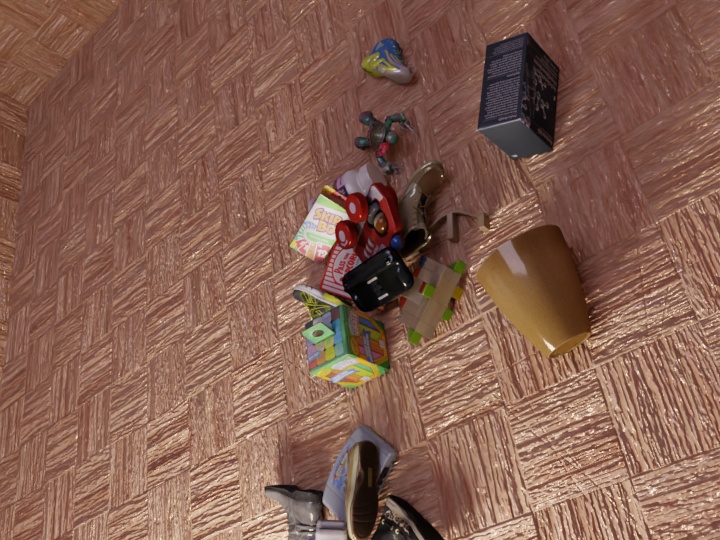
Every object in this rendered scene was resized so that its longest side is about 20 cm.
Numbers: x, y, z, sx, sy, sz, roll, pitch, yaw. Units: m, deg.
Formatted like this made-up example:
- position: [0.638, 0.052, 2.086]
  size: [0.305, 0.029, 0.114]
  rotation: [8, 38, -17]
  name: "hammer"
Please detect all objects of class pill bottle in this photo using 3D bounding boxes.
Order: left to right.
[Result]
- position: [-0.031, -0.180, 1.882]
  size: [0.198, 0.111, 0.115]
  rotation: [-34, 52, 28]
  name: "pill bottle"

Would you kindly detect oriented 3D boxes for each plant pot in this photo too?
- position: [0.340, 0.053, 1.403]
  size: [0.185, 0.185, 0.203]
  rotation: [-37, 63, 25]
  name: "plant pot"

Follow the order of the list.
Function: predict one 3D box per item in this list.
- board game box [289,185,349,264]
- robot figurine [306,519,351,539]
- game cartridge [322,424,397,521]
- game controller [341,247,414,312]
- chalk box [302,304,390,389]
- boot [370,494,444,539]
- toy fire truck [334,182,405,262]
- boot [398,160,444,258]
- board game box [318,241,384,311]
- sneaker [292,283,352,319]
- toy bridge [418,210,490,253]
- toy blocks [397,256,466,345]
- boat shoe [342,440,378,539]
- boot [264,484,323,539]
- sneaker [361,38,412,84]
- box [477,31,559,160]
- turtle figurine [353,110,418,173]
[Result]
- position: [-0.093, -0.111, 1.857]
  size: [0.202, 0.094, 0.030]
  rotation: [-56, 10, 32]
  name: "board game box"
- position: [-0.064, 0.625, 1.554]
  size: [0.109, 0.170, 0.206]
  rotation: [3, 96, 2]
  name: "robot figurine"
- position: [-0.007, 0.452, 1.648]
  size: [0.132, 0.041, 0.204]
  rotation: [29, 93, 42]
  name: "game cartridge"
- position: [0.036, 0.025, 1.672]
  size: [0.199, 0.105, 0.042]
  rotation: [-32, 12, 48]
  name: "game controller"
- position: [-0.044, 0.168, 1.684]
  size: [0.123, 0.198, 0.127]
  rotation: [-28, 55, 31]
  name: "chalk box"
- position: [0.084, 0.562, 1.488]
  size: [0.199, 0.072, 0.153]
  rotation: [35, 96, 49]
  name: "boot"
- position: [0.040, -0.085, 1.687]
  size: [0.169, 0.110, 0.202]
  rotation: [53, 140, 28]
  name: "toy fire truck"
- position: [0.135, -0.138, 1.707]
  size: [0.201, 0.071, 0.156]
  rotation: [-52, 27, 22]
  name: "boot"
- position: [0.000, 0.000, 1.823]
  size: [0.197, 0.046, 0.155]
  rotation: [15, 83, 46]
  name: "board game box"
- position: [-0.108, 0.092, 1.867]
  size: [0.197, 0.074, 0.087]
  rotation: [16, 84, 46]
  name: "sneaker"
- position: [0.207, -0.098, 1.682]
  size: [0.197, 0.027, 0.069]
  rotation: [-19, 59, 38]
  name: "toy bridge"
- position: [0.135, 0.051, 1.655]
  size: [0.136, 0.099, 0.204]
  rotation: [28, 92, 57]
  name: "toy blocks"
- position: [-0.005, 0.466, 1.579]
  size: [0.075, 0.071, 0.205]
  rotation: [-27, 46, 46]
  name: "boat shoe"
- position: [-0.161, 0.568, 1.727]
  size: [0.197, 0.069, 0.136]
  rotation: [-7, 77, 50]
  name: "boot"
- position: [0.080, -0.556, 1.962]
  size: [0.199, 0.075, 0.107]
  rotation: [31, 93, 47]
  name: "sneaker"
- position: [0.335, -0.365, 1.587]
  size: [0.105, 0.147, 0.206]
  rotation: [-6, 69, 41]
  name: "box"
- position: [0.058, -0.335, 1.879]
  size: [0.199, 0.099, 0.153]
  rotation: [31, 95, 51]
  name: "turtle figurine"
